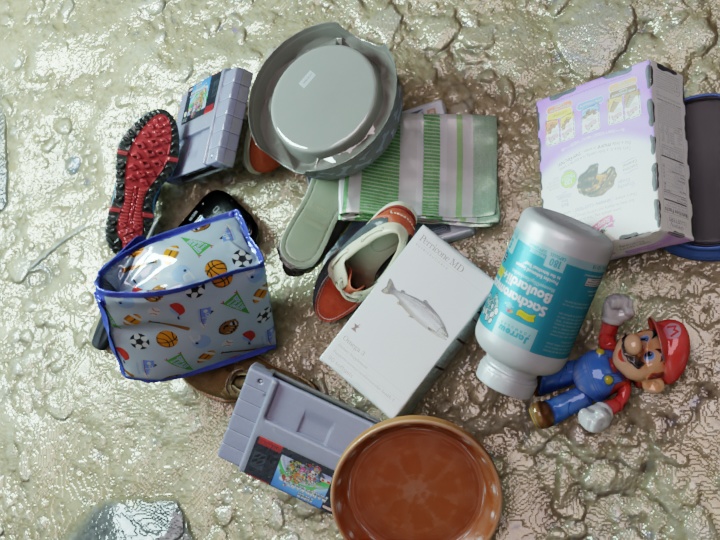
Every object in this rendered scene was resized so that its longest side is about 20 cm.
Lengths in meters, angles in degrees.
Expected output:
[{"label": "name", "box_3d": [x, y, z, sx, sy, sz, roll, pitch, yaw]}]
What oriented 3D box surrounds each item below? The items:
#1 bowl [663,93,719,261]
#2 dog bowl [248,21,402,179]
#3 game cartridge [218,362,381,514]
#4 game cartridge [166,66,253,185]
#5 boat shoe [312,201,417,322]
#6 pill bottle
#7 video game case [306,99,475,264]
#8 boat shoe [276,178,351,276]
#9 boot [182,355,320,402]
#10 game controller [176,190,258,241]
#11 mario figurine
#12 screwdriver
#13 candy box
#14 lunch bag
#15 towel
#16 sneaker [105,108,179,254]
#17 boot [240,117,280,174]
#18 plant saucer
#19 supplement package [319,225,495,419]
[{"label": "bowl", "box_3d": [0.409, -0.112, 1.505, 0.199, 0.039, 0.203, -4, 76, 18]}, {"label": "dog bowl", "box_3d": [-0.038, -0.203, 1.573, 0.198, 0.059, 0.202, -8, 67, 20]}, {"label": "game cartridge", "box_3d": [-0.062, 0.210, 1.534, 0.198, 0.038, 0.131, 24, 104, 6]}, {"label": "game cartridge", "box_3d": [-0.201, -0.186, 1.666, 0.200, 0.038, 0.131, -8, 72, 62]}, {"label": "boat shoe", "box_3d": [0.000, 0.000, 1.562, 0.071, 0.063, 0.200, 34, 124, -11]}, {"label": "pill bottle", "box_3d": [0.197, 0.039, 1.433, 0.110, 0.111, 0.202, 26, 105, 22]}, {"label": "video game case", "box_3d": [0.032, -0.105, 1.640, 0.198, 0.023, 0.184, -17, 72, 14]}, {"label": "boat shoe", "box_3d": [-0.040, -0.081, 1.607, 0.071, 0.061, 0.202, 33, 69, 4]}, {"label": "boot", "box_3d": [-0.150, 0.135, 1.616, 0.198, 0.075, 0.074, 14, 83, 22]}, {"label": "game controller", "box_3d": [-0.223, -0.010, 1.693, 0.104, 0.042, 0.200, 41, 92, 22]}, {"label": "mario figurine", "box_3d": [0.276, 0.104, 1.459, 0.199, 0.106, 0.124, -25, 95, 17]}, {"label": "screwdriver", "box_3d": [-0.305, 0.019, 1.697, 0.028, 0.029, 0.201, 44, 108, 45]}, {"label": "candy box", "box_3d": [0.293, -0.118, 1.492, 0.167, 0.071, 0.202, -15, 70, 46]}, {"label": "lunch bag", "box_3d": [-0.217, 0.038, 1.570, 0.198, 0.171, 0.124, -21, 48, -13]}, {"label": "towel", "box_3d": [0.072, -0.128, 1.587, 0.198, 0.023, 0.154, 2, 69, -2]}, {"label": "sneaker", "box_3d": [-0.297, -0.123, 1.701, 0.079, 0.096, 0.202, 17, 104, -18]}, {"label": "boot", "box_3d": [-0.072, -0.199, 1.653, 0.107, 0.075, 0.201, 34, 87, 42]}, {"label": "plant saucer", "box_3d": [0.065, 0.260, 1.490, 0.198, 0.032, 0.202, 1, 108, 2]}, {"label": "supplement package", "box_3d": [0.063, 0.065, 1.529, 0.117, 0.117, 0.201, 38, 91, 12]}]
